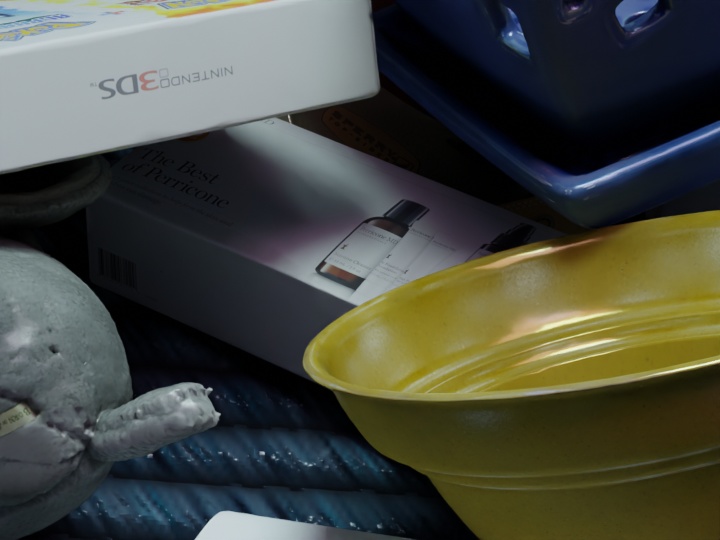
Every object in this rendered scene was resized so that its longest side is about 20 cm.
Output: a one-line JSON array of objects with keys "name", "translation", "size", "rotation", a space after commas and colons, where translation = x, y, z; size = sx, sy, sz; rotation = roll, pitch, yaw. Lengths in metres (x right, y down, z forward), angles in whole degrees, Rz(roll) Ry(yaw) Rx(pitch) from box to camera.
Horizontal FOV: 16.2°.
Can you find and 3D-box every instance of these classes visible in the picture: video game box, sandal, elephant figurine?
[{"name": "video game box", "translation": [-0.126, -0.070, 0.896], "size": [0.199, 0.047, 0.182], "rotation": [-15, 17, -35]}, {"name": "sandal", "translation": [0.052, -0.028, 1.001], "size": [0.200, 0.054, 0.080], "rotation": [34, 46, 5]}, {"name": "elephant figurine", "translation": [-0.141, 0.011, 0.868], "size": [0.155, 0.142, 0.200], "rotation": [39, 19, -12]}]

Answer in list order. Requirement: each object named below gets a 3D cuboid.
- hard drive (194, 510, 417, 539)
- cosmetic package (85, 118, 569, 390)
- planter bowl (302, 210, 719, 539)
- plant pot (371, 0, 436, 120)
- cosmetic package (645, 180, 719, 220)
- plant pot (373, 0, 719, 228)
[{"name": "hard drive", "translation": [0.018, 0.132, 0.775], "size": [0.199, 0.025, 0.132], "rotation": [6, 34, 25]}, {"name": "cosmetic package", "translation": [0.000, 0.000, 0.944], "size": [0.199, 0.051, 0.083], "rotation": [23, 41, 26]}, {"name": "planter bowl", "translation": [0.087, 0.046, 0.790], "size": [0.200, 0.084, 0.200], "rotation": [-11, 11, 2]}, {"name": "plant pot", "translation": [0.001, -0.176, 1.088], "size": [0.199, 0.177, 0.200], "rotation": [3, 39, -13]}, {"name": "cosmetic package", "translation": [0.226, -0.051, 1.056], "size": [0.199, 0.102, 0.071], "rotation": [11, 37, -4]}, {"name": "plant pot", "translation": [0.097, -0.140, 0.917], "size": [0.199, 0.180, 0.200], "rotation": [-23, 33, -18]}]
